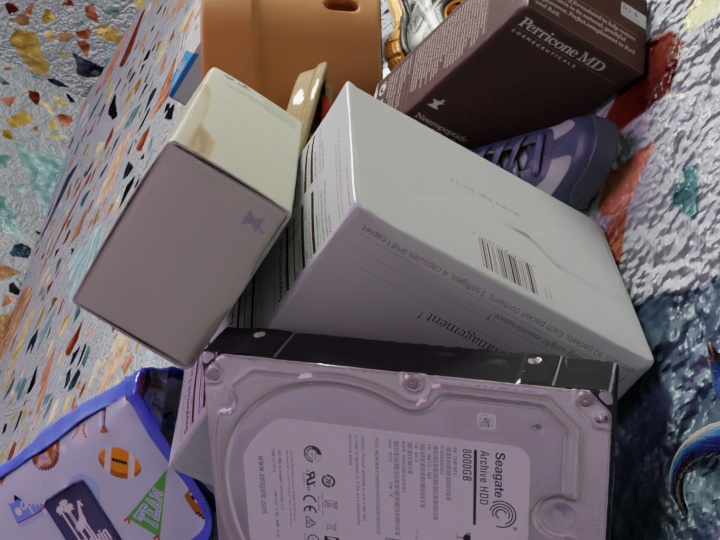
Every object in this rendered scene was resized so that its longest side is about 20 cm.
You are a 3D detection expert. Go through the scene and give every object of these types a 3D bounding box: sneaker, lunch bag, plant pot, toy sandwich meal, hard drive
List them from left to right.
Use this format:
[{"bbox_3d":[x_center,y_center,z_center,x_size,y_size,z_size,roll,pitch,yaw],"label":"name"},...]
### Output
[{"bbox_3d":[-0.128,0.163,0.736,0.170,0.200,0.124,-34,31,22],"label":"lunch bag"},{"bbox_3d":[-0.050,-0.174,0.968,0.200,0.140,0.200,-1,-90,-89],"label":"plant pot"},{"bbox_3d":[-0.032,-0.053,0.835,0.205,0.070,0.205,-165,90,-87],"label":"toy sandwich meal"},{"bbox_3d":[0.023,0.104,0.565,0.038,0.200,0.140,-54,-34,-63],"label":"hard drive"},{"bbox_3d":[0.070,-0.222,1.017,0.077,0.078,0.200,-27,37,23],"label":"sneaker"},{"bbox_3d":[0.087,-0.057,0.777,0.200,0.082,0.070,-33,38,53],"label":"sneaker"}]

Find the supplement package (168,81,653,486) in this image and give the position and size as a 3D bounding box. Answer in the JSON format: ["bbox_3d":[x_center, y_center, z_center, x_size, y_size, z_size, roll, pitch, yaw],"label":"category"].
[{"bbox_3d":[0.021,0.040,0.670,0.200,0.191,0.147,-54,20,28],"label":"supplement package"}]

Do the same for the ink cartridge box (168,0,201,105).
[{"bbox_3d":[-0.142,-0.298,1.464,0.147,0.145,0.200,-51,25,34],"label":"ink cartridge box"}]

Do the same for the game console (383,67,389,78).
[{"bbox_3d":[-0.035,-0.102,1.038,0.200,0.031,0.177,-13,46,21],"label":"game console"}]

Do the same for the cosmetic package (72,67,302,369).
[{"bbox_3d":[-0.089,-0.039,0.644,0.105,0.071,0.200,-55,12,14],"label":"cosmetic package"}]

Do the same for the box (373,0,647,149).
[{"bbox_3d":[0.099,-0.136,0.811,0.200,0.100,0.075,-39,34,50],"label":"box"}]

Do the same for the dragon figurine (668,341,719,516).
[{"bbox_3d":[0.187,0.061,0.456,0.200,0.059,0.099,-50,26,31],"label":"dragon figurine"}]
